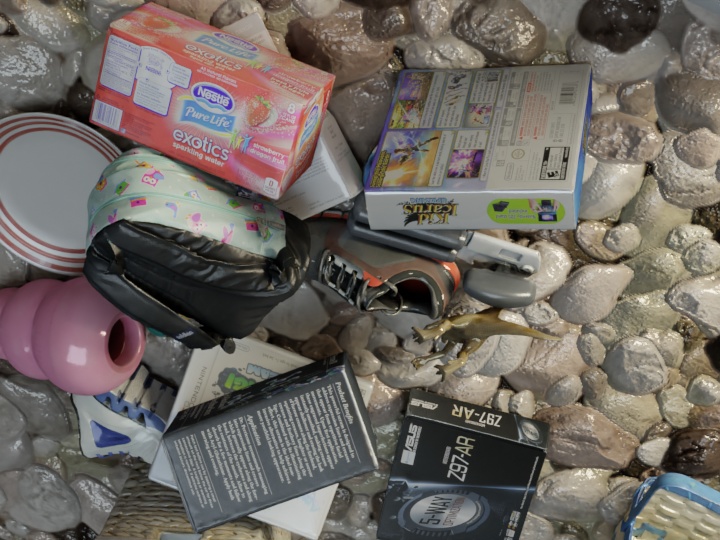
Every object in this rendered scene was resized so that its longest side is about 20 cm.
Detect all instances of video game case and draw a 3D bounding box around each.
[{"bbox_3d":[0.109,-0.111,1.415,0.179,0.201,0.046,1,128,13],"label":"video game case"},{"bbox_3d":[-0.108,0.174,1.732,0.198,0.024,0.184,20,94,-3],"label":"video game case"}]

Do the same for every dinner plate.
[{"bbox_3d":[-0.310,-0.080,1.652,0.198,0.024,0.202,6,126,9],"label":"dinner plate"}]

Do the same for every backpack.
[{"bbox_3d":[-0.165,-0.025,1.507,0.199,0.127,0.167,21,132,-26],"label":"backpack"}]

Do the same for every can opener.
[{"bbox_3d":[0.082,-0.017,1.567,0.198,0.067,0.053,16,148,-7],"label":"can opener"}]

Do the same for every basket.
[{"bbox_3d":[0.359,0.294,1.692,0.175,0.140,0.201,23,138,-3],"label":"basket"},{"bbox_3d":[-0.182,0.341,1.846,0.196,0.161,0.202,2,126,12],"label":"basket"}]

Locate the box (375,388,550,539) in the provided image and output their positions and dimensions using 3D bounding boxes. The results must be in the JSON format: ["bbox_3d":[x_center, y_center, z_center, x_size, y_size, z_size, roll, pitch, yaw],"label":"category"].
[{"bbox_3d":[0.111,0.234,1.769,0.158,0.044,0.201,14,128,2],"label":"box"}]

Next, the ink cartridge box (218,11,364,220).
[{"bbox_3d":[-0.109,-0.136,1.560,0.160,0.050,0.201,-21,102,27],"label":"ink cartridge box"}]

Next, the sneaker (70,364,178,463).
[{"bbox_3d":[-0.249,0.179,1.802,0.199,0.081,0.115,41,128,-9],"label":"sneaker"}]

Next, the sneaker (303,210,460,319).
[{"bbox_3d":[0.000,0.000,1.598,0.198,0.082,0.078,12,128,5],"label":"sneaker"}]

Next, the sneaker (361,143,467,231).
[{"bbox_3d":[0.094,-0.083,1.509,0.198,0.090,0.079,4,127,15],"label":"sneaker"}]

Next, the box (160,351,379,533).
[{"bbox_3d":[-0.090,0.174,1.645,0.198,0.148,0.108,-19,94,1],"label":"box"}]

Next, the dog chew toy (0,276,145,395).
[{"bbox_3d":[-0.326,0.064,1.702,0.198,0.125,0.125,7,130,31],"label":"dog chew toy"}]

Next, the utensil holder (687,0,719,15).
[{"bbox_3d":[0.358,-0.262,1.269,0.198,0.171,0.171,22,128,0],"label":"utensil holder"}]

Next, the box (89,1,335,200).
[{"bbox_3d":[-0.137,-0.160,1.478,0.198,0.095,0.103,22,119,9],"label":"box"}]

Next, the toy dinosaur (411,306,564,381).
[{"bbox_3d":[0.106,0.059,1.570,0.200,0.101,0.059,0,117,64],"label":"toy dinosaur"}]

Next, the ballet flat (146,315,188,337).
[{"bbox_3d":[-0.192,-0.024,1.639,0.070,0.071,0.202,10,125,6],"label":"ballet flat"}]
